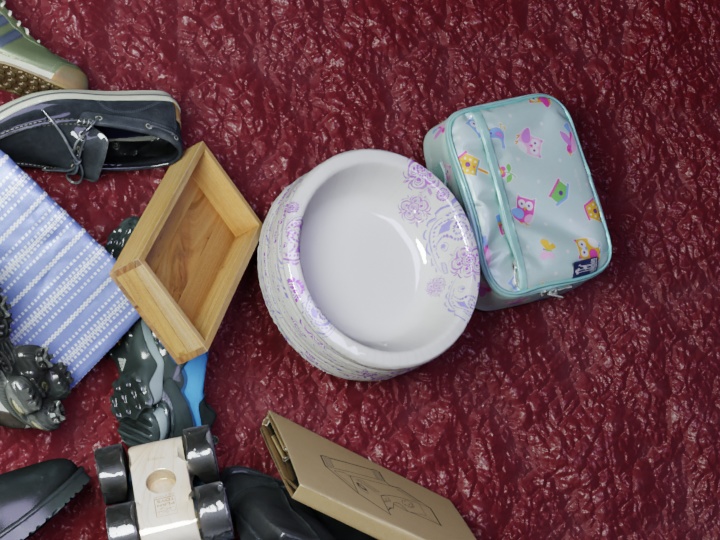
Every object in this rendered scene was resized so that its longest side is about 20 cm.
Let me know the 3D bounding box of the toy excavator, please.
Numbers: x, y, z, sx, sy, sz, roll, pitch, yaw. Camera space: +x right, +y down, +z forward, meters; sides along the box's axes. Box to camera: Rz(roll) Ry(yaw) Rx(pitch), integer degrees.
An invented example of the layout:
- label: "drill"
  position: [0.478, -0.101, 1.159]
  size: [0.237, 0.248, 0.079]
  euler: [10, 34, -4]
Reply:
- label: "toy excavator"
  position: [-0.144, 0.258, 1.537]
  size: [0.099, 0.201, 0.195]
  euler: [-13, 44, -4]

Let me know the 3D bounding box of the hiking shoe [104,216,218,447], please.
- label: "hiking shoe"
  position: [-0.175, 0.054, 1.605]
  size: [0.086, 0.074, 0.202]
  euler: [0, 81, -43]

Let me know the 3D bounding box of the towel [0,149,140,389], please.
- label: "towel"
  position: [-0.287, 0.006, 1.536]
  size: [0.145, 0.024, 0.200]
  euler: [-45, 102, 4]

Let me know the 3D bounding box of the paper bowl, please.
- label: "paper bowl"
  position: [0.000, 0.000, 1.688]
  size: [0.199, 0.104, 0.203]
  euler: [9, 72, -27]

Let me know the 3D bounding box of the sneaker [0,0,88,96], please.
- label: "sneaker"
  position: [-0.319, -0.212, 1.594]
  size: [0.199, 0.067, 0.091]
  euler: [18, 73, -20]

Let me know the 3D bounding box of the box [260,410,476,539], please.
- label: "box"
  position: [0.013, 0.198, 1.614]
  size: [0.199, 0.164, 0.021]
  euler: [28, 98, -19]

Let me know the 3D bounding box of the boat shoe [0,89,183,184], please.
- label: "boat shoe"
  position: [-0.240, -0.112, 1.600]
  size: [0.199, 0.075, 0.063]
  euler: [-7, 59, -30]

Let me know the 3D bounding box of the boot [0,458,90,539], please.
- label: "boot"
  position: [-0.331, 0.163, 1.481]
  size: [0.198, 0.073, 0.163]
  euler: [-38, 89, -33]

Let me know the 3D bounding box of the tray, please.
- label: "tray"
  position: [-0.145, -0.018, 1.589]
  size: [0.099, 0.037, 0.200]
  euler: [55, 28, -21]

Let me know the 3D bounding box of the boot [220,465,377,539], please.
- label: "boot"
  position: [-0.030, 0.226, 1.546]
  size: [0.164, 0.200, 0.066]
  euler: [15, 92, -19]

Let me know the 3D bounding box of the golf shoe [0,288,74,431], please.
- label: "golf shoe"
  position: [-0.312, 0.060, 1.469]
  size: [0.201, 0.094, 0.078]
  euler: [60, 31, -35]

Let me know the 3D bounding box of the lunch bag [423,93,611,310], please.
- label: "lunch bag"
  position: [0.149, -0.063, 1.805]
  size: [0.159, 0.077, 0.202]
  euler: [-12, 82, -31]
